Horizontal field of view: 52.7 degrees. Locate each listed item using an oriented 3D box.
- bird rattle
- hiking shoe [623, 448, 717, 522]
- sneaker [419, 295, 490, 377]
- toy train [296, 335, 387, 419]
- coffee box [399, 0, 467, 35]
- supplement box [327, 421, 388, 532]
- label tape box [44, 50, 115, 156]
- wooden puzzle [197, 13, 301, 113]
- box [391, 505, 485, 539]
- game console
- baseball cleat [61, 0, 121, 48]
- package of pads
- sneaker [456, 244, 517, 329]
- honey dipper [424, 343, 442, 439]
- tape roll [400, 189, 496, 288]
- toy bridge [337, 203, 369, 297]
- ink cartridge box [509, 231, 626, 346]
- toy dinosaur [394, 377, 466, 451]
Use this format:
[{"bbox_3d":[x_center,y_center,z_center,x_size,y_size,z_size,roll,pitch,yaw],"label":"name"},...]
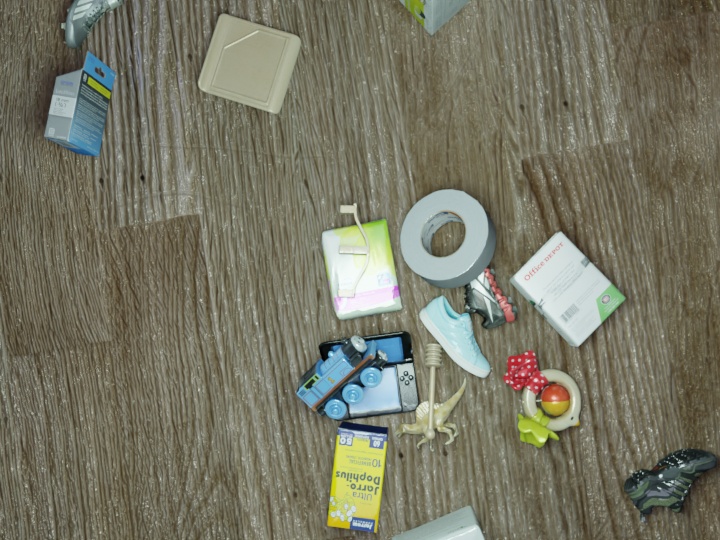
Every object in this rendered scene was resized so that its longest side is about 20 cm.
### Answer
[{"bbox_3d":[0.392,0.274,1.562,0.160,0.113,0.204,-2,73,-8],"label":"bird rattle"},{"bbox_3d":[0.663,0.451,1.533,0.198,0.076,0.102,-27,93,11],"label":"hiking shoe"},{"bbox_3d":[0.218,0.139,1.564,0.200,0.074,0.082,45,116,5],"label":"sneaker"},{"bbox_3d":[-0.037,0.217,1.499,0.114,0.087,0.200,43,108,-12],"label":"toy train"},{"bbox_3d":[0.163,-0.680,1.570,0.200,0.200,0.198,-41,84,1],"label":"coffee box"},{"bbox_3d":[-0.004,0.436,1.550,0.107,0.110,0.204,6,87,4],"label":"supplement box"},{"bbox_3d":[-0.626,-0.373,1.629,0.062,0.144,0.204,10,86,6],"label":"label tape box"},{"bbox_3d":[-0.253,-0.473,1.669,0.197,0.037,0.188,18,87,0],"label":"wooden puzzle"},{"bbox_3d":[0.182,0.630,1.494,0.197,0.171,0.202,-21,85,3],"label":"box"},{"bbox_3d":[0.020,0.229,1.560,0.196,0.116,0.179,-8,85,4],"label":"game console"},{"bbox_3d":[-0.616,-0.605,1.681,0.105,0.070,0.204,15,88,5],"label":"baseball cleat"},{"bbox_3d":[0.000,0.000,1.601,0.152,0.068,0.204,-10,85,2],"label":"package of pads"},{"bbox_3d":[0.254,0.039,1.580,0.097,0.071,0.202,-31,86,-1],"label":"sneaker"},{"bbox_3d":[0.153,0.260,1.563,0.037,0.038,0.204,4,71,4],"label":"honey dipper"},{"bbox_3d":[0.186,-0.068,1.556,0.197,0.066,0.204,-8,71,25],"label":"tape roll"},{"bbox_3d":[-0.014,-0.044,1.557,0.066,0.027,0.204,2,85,0],"label":"toy bridge"},{"bbox_3d":[0.440,0.039,1.561,0.146,0.084,0.200,-43,84,0],"label":"ink cartridge box"},{"bbox_3d":[0.170,0.324,1.573,0.198,0.058,0.102,-34,84,1],"label":"toy dinosaur"}]
